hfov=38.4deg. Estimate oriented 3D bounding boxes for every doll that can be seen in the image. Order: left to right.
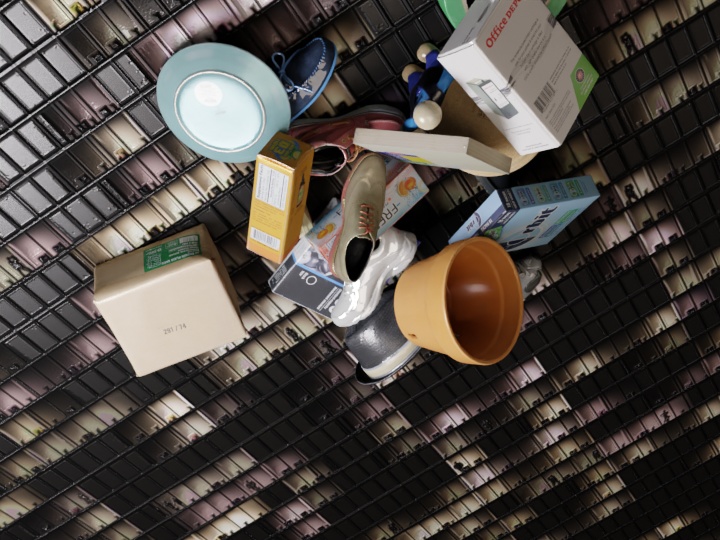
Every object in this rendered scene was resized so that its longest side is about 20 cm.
[{"bbox_3d":[0.094,-0.253,1.486,0.048,0.201,0.137,29,117,-17],"label":"doll"}]

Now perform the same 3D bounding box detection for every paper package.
[{"bbox_3d":[-0.308,0.050,1.674,0.199,0.104,0.191,-20,132,0],"label":"paper package"}]

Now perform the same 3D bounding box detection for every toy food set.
[{"bbox_3d":[0.193,-0.244,1.569,0.196,0.049,0.202,2,102,12],"label":"toy food set"}]

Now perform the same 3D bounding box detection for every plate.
[{"bbox_3d":[-0.199,-0.232,1.480,0.198,0.026,0.201,7,133,7],"label":"plate"}]

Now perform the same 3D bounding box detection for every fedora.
[{"bbox_3d":[0.043,0.100,1.795,0.200,0.201,0.092,-41,110,17],"label":"fedora"}]

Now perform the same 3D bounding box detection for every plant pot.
[{"bbox_3d":[0.148,0.051,1.664,0.139,0.201,0.200,-5,148,45],"label":"plant pot"}]

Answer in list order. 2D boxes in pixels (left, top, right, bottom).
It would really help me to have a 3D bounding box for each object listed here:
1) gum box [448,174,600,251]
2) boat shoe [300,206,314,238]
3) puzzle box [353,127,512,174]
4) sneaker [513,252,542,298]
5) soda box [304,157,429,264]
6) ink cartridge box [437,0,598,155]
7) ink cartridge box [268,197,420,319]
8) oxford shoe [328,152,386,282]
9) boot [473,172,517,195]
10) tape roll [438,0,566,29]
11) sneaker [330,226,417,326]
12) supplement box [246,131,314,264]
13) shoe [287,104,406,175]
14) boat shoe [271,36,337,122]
[{"bbox_3d":[0.269,-0.086,1.709,0.199,0.045,0.170,-12,159,-29],"label":"gum box"},{"bbox_3d":[-0.124,-0.119,1.614,0.064,0.072,0.201,-20,133,-2],"label":"boat shoe"},{"bbox_3d":[0.104,-0.175,1.509,0.133,0.199,0.026,12,89,-54],"label":"puzzle box"},{"bbox_3d":[0.262,-0.010,1.835,0.115,0.075,0.200,-33,141,4],"label":"sneaker"},{"bbox_3d":[0.010,-0.091,1.641,0.200,0.068,0.064,-43,123,-5],"label":"soda box"},{"bbox_3d":[0.223,-0.286,1.445,0.200,0.084,0.146,44,64,-24],"label":"ink cartridge box"},{"bbox_3d":[-0.022,-0.006,1.759,0.199,0.044,0.198,25,116,-33],"label":"ink cartridge box"},{"bbox_3d":[0.008,-0.076,1.562,0.070,0.075,0.202,8,101,-22],"label":"oxford shoe"},{"bbox_3d":[0.247,-0.209,1.654,0.168,0.077,0.200,-34,124,16],"label":"boot"},{"bbox_3d":[0.208,-0.423,1.488,0.199,0.048,0.202,-9,130,-11],"label":"tape roll"},{"bbox_3d":[0.000,0.000,1.703,0.099,0.078,0.201,30,103,-28],"label":"sneaker"},{"bbox_3d":[-0.121,-0.106,1.535,0.068,0.067,0.201,26,138,9],"label":"supplement box"},{"bbox_3d":[-0.017,-0.194,1.574,0.198,0.091,0.072,-9,131,-11],"label":"shoe"},{"bbox_3d":[-0.113,-0.258,1.495,0.068,0.084,0.200,22,117,-42],"label":"boat shoe"}]
